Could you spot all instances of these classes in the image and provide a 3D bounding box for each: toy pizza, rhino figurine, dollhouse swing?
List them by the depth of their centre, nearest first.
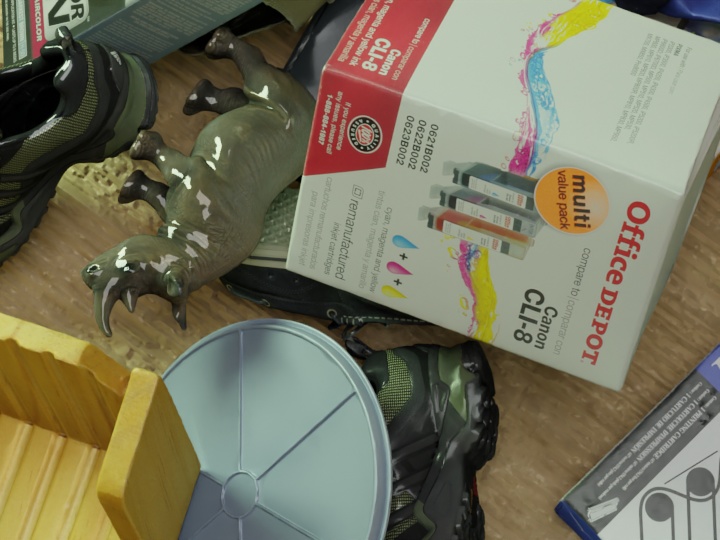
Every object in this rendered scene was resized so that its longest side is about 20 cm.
[{"bbox_3d":[-0.217,0.133,1.265,0.199,0.182,0.176,18,67,15],"label":"dollhouse swing"},{"bbox_3d":[-0.058,0.127,1.306,0.199,0.032,0.201,-11,71,35],"label":"toy pizza"},{"bbox_3d":[-0.091,-0.042,1.315,0.087,0.060,0.200,28,62,9],"label":"rhino figurine"}]

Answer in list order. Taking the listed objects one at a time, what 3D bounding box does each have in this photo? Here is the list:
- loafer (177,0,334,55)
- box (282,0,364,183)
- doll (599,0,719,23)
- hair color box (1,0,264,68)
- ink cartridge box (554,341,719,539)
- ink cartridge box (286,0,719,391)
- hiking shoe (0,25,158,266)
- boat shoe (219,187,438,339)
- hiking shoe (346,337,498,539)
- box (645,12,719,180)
[{"bbox_3d":[-0.038,-0.179,1.371,0.199,0.076,0.068,-24,53,30],"label":"loafer"},{"bbox_3d":[0.056,-0.096,1.402,0.199,0.044,0.161,29,77,6],"label":"box"},{"bbox_3d":[0.164,-0.180,1.348,0.199,0.049,0.137,11,45,-4],"label":"doll"},{"bbox_3d":[-0.120,-0.182,1.348,0.199,0.061,0.099,-24,60,33],"label":"hair color box"},{"bbox_3d":[0.215,0.099,1.353,0.200,0.044,0.094,-44,81,-12],"label":"ink cartridge box"},{"bbox_3d":[0.084,-0.059,1.263,0.199,0.146,0.145,19,41,8],"label":"ink cartridge box"},{"bbox_3d":[-0.215,-0.069,1.334,0.200,0.101,0.076,-40,54,16],"label":"hiking shoe"},{"bbox_3d":[0.000,0.000,1.350,0.199,0.062,0.075,12,50,16],"label":"boat shoe"},{"bbox_3d":[0.018,0.136,1.324,0.100,0.076,0.201,3,65,18],"label":"hiking shoe"},{"bbox_3d":[0.202,-0.134,1.380,0.119,0.042,0.200,41,55,12],"label":"box"}]
